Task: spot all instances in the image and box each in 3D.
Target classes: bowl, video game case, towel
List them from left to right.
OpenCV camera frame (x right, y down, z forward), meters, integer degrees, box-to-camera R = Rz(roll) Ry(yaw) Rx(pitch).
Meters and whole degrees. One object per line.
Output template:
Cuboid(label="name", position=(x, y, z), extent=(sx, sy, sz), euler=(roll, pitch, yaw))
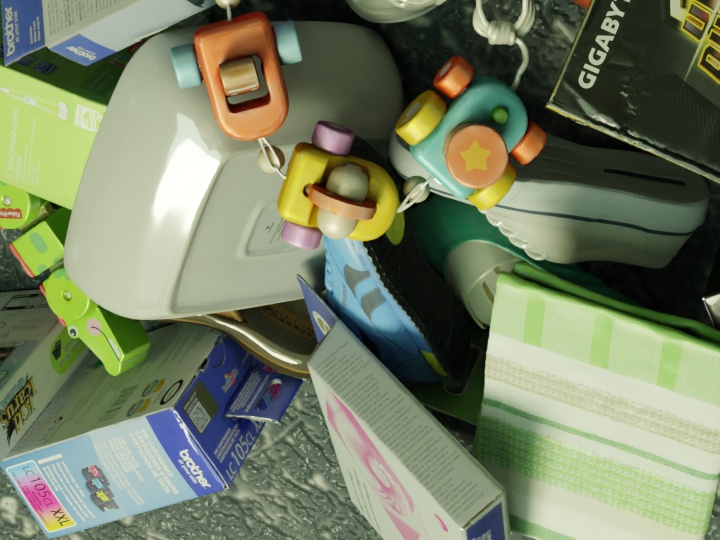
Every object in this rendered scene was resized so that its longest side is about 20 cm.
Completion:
Cuboid(label="video game case", position=(-0.312, 0.082, 1.198), extent=(0.198, 0.182, 0.046), euler=(-4, 119, 25))
Cuboid(label="bowl", position=(-0.067, -0.048, 1.005), extent=(0.075, 0.198, 0.201), euler=(52, 132, 33))
Cuboid(label="towel", position=(0.140, 0.093, 0.964), extent=(0.148, 0.031, 0.201), euler=(18, 132, 16))

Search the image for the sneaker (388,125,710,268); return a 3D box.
Cuboid(label="sneaker", position=(0.109, -0.039, 0.997), extent=(0.198, 0.073, 0.071), euler=(13, 127, -7))

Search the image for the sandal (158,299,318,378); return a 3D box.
Cuboid(label="sandal", position=(-0.095, 0.007, 1.123), extent=(0.199, 0.082, 0.055), euler=(28, 141, 0))

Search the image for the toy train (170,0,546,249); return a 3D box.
Cuboid(label="toy train", position=(0.005, -0.086, 0.879), extent=(0.198, 0.056, 0.152), euler=(-10, 108, -4))

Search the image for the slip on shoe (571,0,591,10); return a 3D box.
Cuboid(label="slip on shoe", position=(0.139, -0.174, 0.930), extent=(0.199, 0.061, 0.074), euler=(30, 129, 5))

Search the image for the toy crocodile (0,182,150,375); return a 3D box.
Cuboid(label="toy crocodile", position=(-0.212, -0.016, 1.153), extent=(0.062, 0.067, 0.201), euler=(-31, 93, 30))

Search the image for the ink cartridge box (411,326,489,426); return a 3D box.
Cuboid(label="ink cartridge box", position=(0.130, 0.113, 1.085), extent=(0.198, 0.104, 0.060), euler=(21, 126, 9))

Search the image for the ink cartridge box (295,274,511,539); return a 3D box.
Cuboid(label="ink cartridge box", position=(0.020, 0.125, 1.044), extent=(0.200, 0.043, 0.197), euler=(44, 163, 30))

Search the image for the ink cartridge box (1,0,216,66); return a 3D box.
Cuboid(label="ink cartridge box", position=(-0.119, -0.194, 0.922), extent=(0.199, 0.042, 0.120), euler=(-19, 68, 28))

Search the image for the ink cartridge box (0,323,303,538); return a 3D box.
Cuboid(label="ink cartridge box", position=(-0.138, 0.101, 1.166), extent=(0.199, 0.137, 0.077), euler=(-20, 113, 31))

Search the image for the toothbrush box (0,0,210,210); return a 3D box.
Cuboid(label="toothbrush box", position=(-0.216, -0.133, 1.049), extent=(0.199, 0.146, 0.087), euler=(22, 127, 7))

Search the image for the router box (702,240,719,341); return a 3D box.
Cuboid(label="router box", position=(0.296, -0.027, 0.903), extent=(0.199, 0.149, 0.051), euler=(-17, 113, 30))

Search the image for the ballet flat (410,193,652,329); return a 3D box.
Cuboid(label="ballet flat", position=(0.112, 0.019, 1.055), extent=(0.199, 0.071, 0.068), euler=(30, 128, 3))

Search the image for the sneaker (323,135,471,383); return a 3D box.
Cuboid(label="sneaker", position=(0.000, 0.000, 1.002), extent=(0.078, 0.066, 0.201), euler=(-2, 139, 27))

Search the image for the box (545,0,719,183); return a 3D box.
Cuboid(label="box", position=(0.208, -0.146, 0.871), extent=(0.159, 0.049, 0.201), euler=(24, 96, 3))

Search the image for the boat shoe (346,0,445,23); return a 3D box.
Cuboid(label="boat shoe", position=(0.035, -0.180, 0.927), extent=(0.071, 0.070, 0.199), euler=(54, 148, -11))
